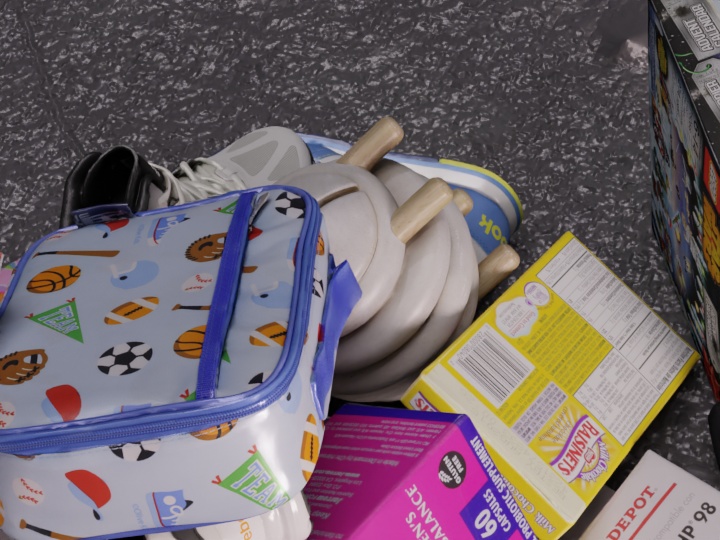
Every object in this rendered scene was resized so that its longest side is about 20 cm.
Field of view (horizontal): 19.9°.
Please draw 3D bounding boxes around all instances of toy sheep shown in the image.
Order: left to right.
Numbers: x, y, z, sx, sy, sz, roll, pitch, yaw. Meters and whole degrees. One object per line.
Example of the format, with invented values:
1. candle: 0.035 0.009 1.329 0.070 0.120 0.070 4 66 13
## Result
1. toy sheep: 0.000 0.000 1.063 0.137 0.200 0.139 -14 59 25

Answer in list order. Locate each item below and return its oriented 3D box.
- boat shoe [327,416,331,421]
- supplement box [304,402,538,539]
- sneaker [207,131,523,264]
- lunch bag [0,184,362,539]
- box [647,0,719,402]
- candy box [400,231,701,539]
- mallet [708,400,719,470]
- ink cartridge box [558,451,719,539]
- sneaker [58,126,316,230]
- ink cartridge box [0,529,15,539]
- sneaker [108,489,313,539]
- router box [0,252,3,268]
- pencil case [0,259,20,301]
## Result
1. boat shoe: -0.014 0.111 1.055 0.198 0.067 0.057 -1 29 -16
2. supplement box: -0.018 0.164 0.948 0.200 0.102 0.103 -44 24 -28
3. sneaker: -0.010 -0.024 1.183 0.198 0.074 0.083 7 57 15
4. lunch bag: -0.082 0.033 0.906 0.159 0.076 0.201 -11 30 10
5. box: 0.187 -0.037 1.079 0.040 0.201 0.138 -14 52 -1
6. candy box: 0.102 0.054 1.054 0.102 0.026 0.200 46 34 4
7. mallet: 0.209 0.039 1.025 0.041 0.201 0.066 -5 42 -7
8. ink cartridge box: 0.157 0.173 1.004 0.199 0.067 0.116 30 64 27
9. sneaker: -0.089 -0.034 1.082 0.075 0.116 0.201 23 53 23
10. ink cartridge box: -0.217 0.148 1.037 0.116 0.068 0.200 36 63 2
11. sneaker: -0.107 0.095 0.951 0.080 0.074 0.199 -29 21 -27
12. router box: -0.215 0.100 0.907 0.048 0.200 0.181 18 65 -7
13. pencil case: -0.120 0.061 1.135 0.198 0.088 0.088 18 59 20
